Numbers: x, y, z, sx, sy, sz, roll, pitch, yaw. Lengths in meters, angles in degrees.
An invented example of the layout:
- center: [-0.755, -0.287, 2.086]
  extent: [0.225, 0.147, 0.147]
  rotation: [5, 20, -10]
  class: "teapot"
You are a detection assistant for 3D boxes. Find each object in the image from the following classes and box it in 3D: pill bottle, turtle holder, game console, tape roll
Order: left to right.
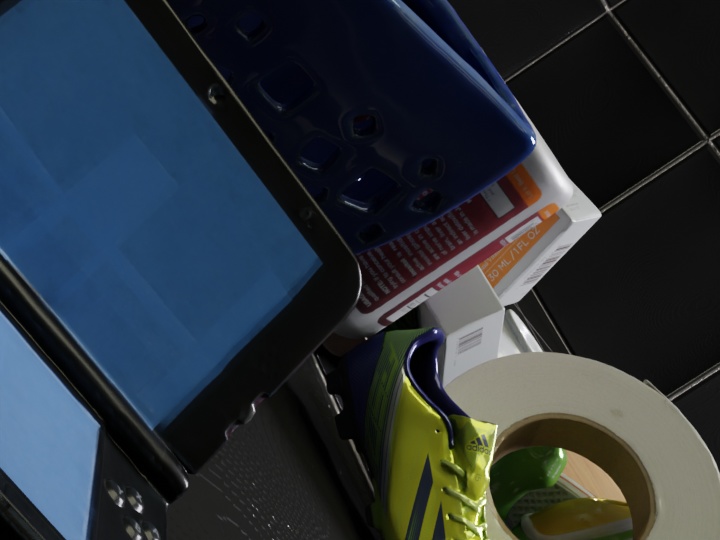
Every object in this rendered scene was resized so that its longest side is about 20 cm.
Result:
- center: [-0.088, -0.004, 0.513]
  extent: [0.200, 0.119, 0.172]
  rotation: [53, 9, -22]
  class: "game console"
- center: [0.013, -0.034, 0.928]
  extent: [0.113, 0.200, 0.113]
  rotation: [54, 8, -12]
  class: "pill bottle"
- center: [0.124, 0.140, 0.972]
  extent: [0.203, 0.202, 0.037]
  rotation: [61, -27, 30]
  class: "tape roll"
- center: [0.147, 0.203, 1.041]
  extent: [0.141, 0.132, 0.186]
  rotation: [43, 16, -57]
  class: "turtle holder"

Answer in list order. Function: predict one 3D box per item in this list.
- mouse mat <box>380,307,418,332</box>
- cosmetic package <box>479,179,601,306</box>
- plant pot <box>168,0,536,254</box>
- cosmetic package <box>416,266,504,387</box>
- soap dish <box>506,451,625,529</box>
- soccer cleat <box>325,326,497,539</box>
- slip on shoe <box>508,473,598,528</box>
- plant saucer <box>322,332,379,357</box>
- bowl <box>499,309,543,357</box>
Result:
- center: [0.000, 0.000, 1.174]
  extent: [0.161, 0.008, 0.200]
  rotation: [83, -18, -50]
  class: "mouse mat"
- center: [0.074, -0.077, 1.217]
  extent: [0.200, 0.101, 0.071]
  rotation: [48, 23, 14]
  class: "cosmetic package"
- center: [-0.057, -0.105, 0.812]
  extent: [0.200, 0.180, 0.200]
  rotation: [40, 15, -34]
  class: "plant pot"
- center: [0.043, 0.026, 1.162]
  extent: [0.151, 0.052, 0.200]
  rotation: [59, -15, 26]
  class: "cosmetic package"
- center: [0.166, 0.186, 1.257]
  extent: [0.200, 0.081, 0.157]
  rotation: [56, -9, -20]
  class: "soap dish"
- center: [0.045, 0.122, 0.891]
  extent: [0.201, 0.083, 0.065]
  rotation: [70, 11, 23]
  class: "soccer cleat"
- center: [0.185, 0.208, 1.122]
  extent: [0.200, 0.074, 0.061]
  rotation: [38, 28, 3]
  class: "slip on shoe"
- center: [-0.041, -0.021, 1.089]
  extent: [0.201, 0.034, 0.200]
  rotation: [64, 4, -8]
  class: "plant saucer"
- center: [0.129, 0.100, 1.492]
  extent: [0.201, 0.090, 0.201]
  rotation: [55, 9, -13]
  class: "bowl"
